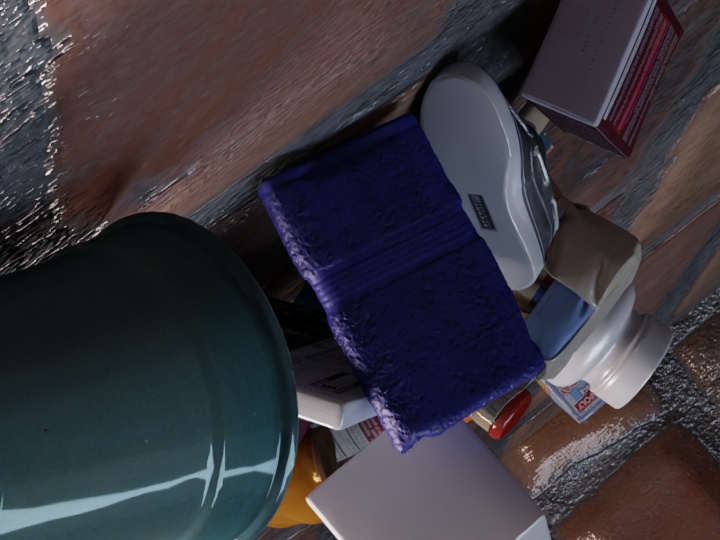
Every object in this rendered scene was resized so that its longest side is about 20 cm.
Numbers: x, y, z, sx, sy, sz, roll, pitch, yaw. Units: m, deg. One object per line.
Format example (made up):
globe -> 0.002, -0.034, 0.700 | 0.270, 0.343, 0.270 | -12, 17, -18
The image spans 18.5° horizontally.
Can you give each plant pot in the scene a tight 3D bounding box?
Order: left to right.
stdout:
plant pot -> -0.170, 0.083, 1.192 | 0.196, 0.201, 0.200 | -15, 154, -46

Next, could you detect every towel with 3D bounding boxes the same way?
towel -> 0.025, 0.007, 1.457 | 0.147, 0.201, 0.049 | -26, 176, -40

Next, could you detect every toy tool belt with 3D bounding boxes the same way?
toy tool belt -> 0.123, 0.022, 1.746 | 0.200, 0.123, 0.125 | -50, 166, -12

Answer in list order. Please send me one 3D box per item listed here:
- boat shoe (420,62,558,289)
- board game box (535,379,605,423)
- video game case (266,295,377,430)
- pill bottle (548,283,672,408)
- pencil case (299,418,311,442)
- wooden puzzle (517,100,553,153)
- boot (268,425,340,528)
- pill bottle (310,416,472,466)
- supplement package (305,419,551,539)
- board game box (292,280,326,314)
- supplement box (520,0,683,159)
boat shoe -> 0.099, -0.078, 1.555 | 0.068, 0.071, 0.200 | -55, 139, -32
board game box -> 0.155, 0.051, 1.997 | 0.062, 0.200, 0.200 | -39, 168, -2
video game case -> -0.047, 0.059, 1.517 | 0.200, 0.181, 0.023 | -16, 119, -63
pill bottle -> 0.160, 0.027, 1.867 | 0.112, 0.200, 0.112 | -53, -177, 4
pencil case -> -0.077, 0.103, 1.548 | 0.087, 0.083, 0.200 | -56, 180, 14
wooden puzzle -> 0.082, -0.037, 1.699 | 0.185, 0.037, 0.200 | -53, 179, -24
boot -> -0.085, 0.172, 1.706 | 0.143, 0.071, 0.201 | -10, 168, -1
pill bottle -> -0.003, 0.102, 1.818 | 0.199, 0.115, 0.114 | -23, 171, 12
supplement package -> 0.054, 0.179, 1.574 | 0.120, 0.121, 0.200 | -41, 167, -3
board game box -> 0.000, 0.000, 1.686 | 0.151, 0.037, 0.200 | -43, 172, -39
supplement box -> 0.176, -0.150, 1.580 | 0.109, 0.061, 0.200 | -67, 165, 1
